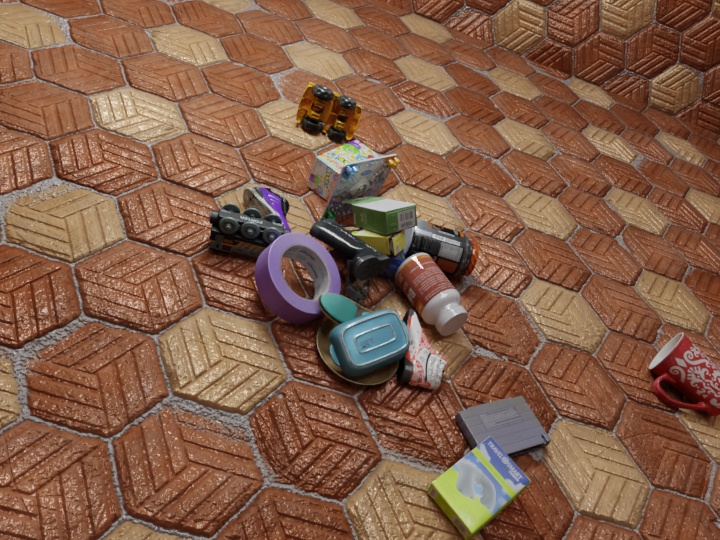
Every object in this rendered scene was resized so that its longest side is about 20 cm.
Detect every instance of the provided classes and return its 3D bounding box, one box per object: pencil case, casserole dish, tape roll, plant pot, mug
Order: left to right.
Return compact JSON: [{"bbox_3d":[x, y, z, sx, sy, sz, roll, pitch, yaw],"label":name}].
[{"bbox_3d":[-0.142,0.017,1.527,0.198,0.065,0.203,21,54,-31],"label":"tape roll"},{"bbox_3d":[-0.008,0.183,1.503,0.197,0.028,0.202,14,40,-12],"label":"plant pot"},{"bbox_3d":[0.027,0.153,1.451,0.197,0.039,0.123,-18,77,-24],"label":"casserole dish"},{"bbox_3d":[0.069,-0.069,1.779,0.078,0.086,0.202,43,26,-39],"label":"pencil case"},{"bbox_3d":[0.890,0.301,1.792,0.200,0.178,0.133,42,6,14],"label":"mug"}]

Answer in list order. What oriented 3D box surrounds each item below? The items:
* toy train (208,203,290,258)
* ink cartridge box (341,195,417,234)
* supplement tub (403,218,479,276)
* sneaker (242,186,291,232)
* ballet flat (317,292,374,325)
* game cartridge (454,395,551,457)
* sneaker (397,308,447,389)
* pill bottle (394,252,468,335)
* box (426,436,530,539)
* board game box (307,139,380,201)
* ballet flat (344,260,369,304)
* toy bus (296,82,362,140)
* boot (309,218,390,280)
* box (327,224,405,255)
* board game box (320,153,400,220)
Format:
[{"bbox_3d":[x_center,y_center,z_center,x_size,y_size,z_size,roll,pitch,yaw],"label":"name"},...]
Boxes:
[{"bbox_3d":[-0.270,-0.086,1.592,0.197,0.115,0.086,13,37,-16],"label":"toy train"},{"bbox_3d":[0.046,-0.147,1.720,0.103,0.060,0.199,-16,21,-33],"label":"ink cartridge box"},{"bbox_3d":[0.214,-0.058,1.807,0.197,0.123,0.124,17,40,-11],"label":"supplement tub"},{"bbox_3d":[-0.217,-0.153,1.729,0.099,0.070,0.201,-14,54,-40],"label":"sneaker"},{"bbox_3d":[-0.013,0.111,1.507,0.197,0.063,0.070,24,63,-12],"label":"ballet flat"},{"bbox_3d":[0.316,0.353,1.481,0.197,0.039,0.130,-5,44,-31],"label":"game cartridge"},{"bbox_3d":[0.145,0.186,1.549,0.106,0.068,0.203,17,43,-11],"label":"sneaker"},{"bbox_3d":[0.180,0.061,1.667,0.111,0.113,0.201,-10,50,-35],"label":"pill bottle"},{"bbox_3d":[0.244,0.425,1.325,0.198,0.048,0.122,-28,61,-31],"label":"box"},{"bbox_3d":[-0.047,-0.291,1.941,0.103,0.106,0.199,37,40,16],"label":"board game box"},{"bbox_3d":[0.000,0.000,1.674,0.071,0.073,0.202,16,40,-10],"label":"ballet flat"},{"bbox_3d":[-0.104,-0.530,2.173,0.197,0.137,0.193,18,24,-12],"label":"toy bus"},{"bbox_3d":[-0.042,-0.059,1.599,0.199,0.066,0.164,37,15,20],"label":"boot"},{"bbox_3d":[0.013,-0.079,1.704,0.197,0.051,0.075,6,25,28],"label":"box"},{"bbox_3d":[0.001,-0.220,1.811,0.198,0.201,0.026,-19,59,-41],"label":"board game box"}]
